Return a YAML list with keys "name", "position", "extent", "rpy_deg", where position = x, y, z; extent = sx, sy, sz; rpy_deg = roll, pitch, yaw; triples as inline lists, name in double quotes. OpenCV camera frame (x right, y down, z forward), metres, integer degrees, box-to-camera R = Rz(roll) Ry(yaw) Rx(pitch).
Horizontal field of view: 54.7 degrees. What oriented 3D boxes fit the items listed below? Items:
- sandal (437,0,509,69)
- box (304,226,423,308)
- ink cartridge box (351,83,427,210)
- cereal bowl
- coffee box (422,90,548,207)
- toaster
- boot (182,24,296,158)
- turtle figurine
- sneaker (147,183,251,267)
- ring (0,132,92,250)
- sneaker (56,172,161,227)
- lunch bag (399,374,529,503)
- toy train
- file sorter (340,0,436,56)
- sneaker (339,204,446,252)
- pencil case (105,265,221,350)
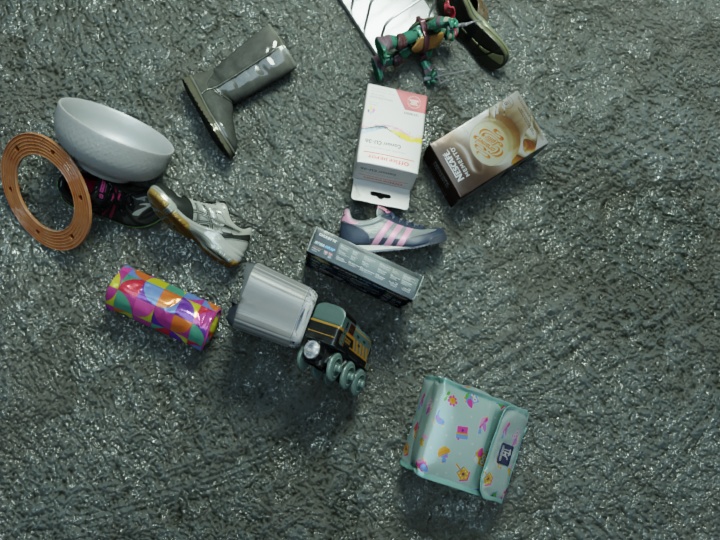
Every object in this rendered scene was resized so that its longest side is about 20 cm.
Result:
- name: "sandal"
  position: [0.215, -0.472, 1.316]
  extent: [0.057, 0.080, 0.202]
  rpy_deg: [-41, 95, -25]
- name: "box"
  position: [0.000, 0.000, 1.194]
  extent: [0.196, 0.159, 0.047]
  rpy_deg: [25, 80, -1]
- name: "ink cartridge box"
  position: [0.051, -0.221, 1.249]
  extent: [0.113, 0.068, 0.206]
  rpy_deg: [9, 70, -5]
- name: "cereal bowl"
  position: [-0.419, -0.207, 1.170]
  extent: [0.197, 0.200, 0.085]
  rpy_deg: [29, 107, -2]
- name: "coffee box"
  position: [0.227, -0.221, 1.279]
  extent: [0.197, 0.080, 0.116]
  rpy_deg: [-32, 87, -8]
- name: "toaster"
  position: [-0.143, 0.059, 1.152]
  extent: [0.126, 0.200, 0.116]
  rpy_deg: [21, 84, -2]
- name: "boot"
  position: [-0.202, -0.326, 1.263]
  extent: [0.197, 0.073, 0.185]
  rpy_deg: [-29, 89, -15]
- name: "turtle figurine"
  position: [0.119, -0.411, 1.269]
  extent: [0.195, 0.151, 0.102]
  rpy_deg: [-19, 59, -9]
- name: "sneaker"
  position: [-0.276, -0.095, 1.210]
  extent: [0.199, 0.075, 0.089]
  rpy_deg: [41, 69, -26]
- name: "ring"
  position: [-0.526, -0.132, 1.172]
  extent: [0.195, 0.019, 0.206]
  rpy_deg: [12, 117, 23]
- name: "sneaker"
  position: [-0.430, -0.123, 1.204]
  extent: [0.194, 0.084, 0.079]
  rpy_deg: [8, 83, -4]
- name: "lunch bag"
  position: [0.188, 0.293, 1.201]
  extent: [0.196, 0.122, 0.174]
  rpy_deg: [22, 80, -11]
- name: "toy train"
  position: [-0.034, 0.134, 1.166]
  extent: [0.083, 0.200, 0.117]
  rpy_deg: [15, 75, 27]
- name: "file sorter"
  position: [0.036, -0.537, 1.275]
  extent: [0.137, 0.125, 0.202]
  rpy_deg: [-33, 87, -9]
- name: "sneaker"
  position: [0.059, -0.078, 1.248]
  extent: [0.194, 0.070, 0.085]
  rpy_deg: [-4, 95, -7]
- name: "pencil case"
  position: [-0.339, 0.064, 1.195]
  extent: [0.196, 0.088, 0.090]
  rpy_deg: [24, 82, 0]
